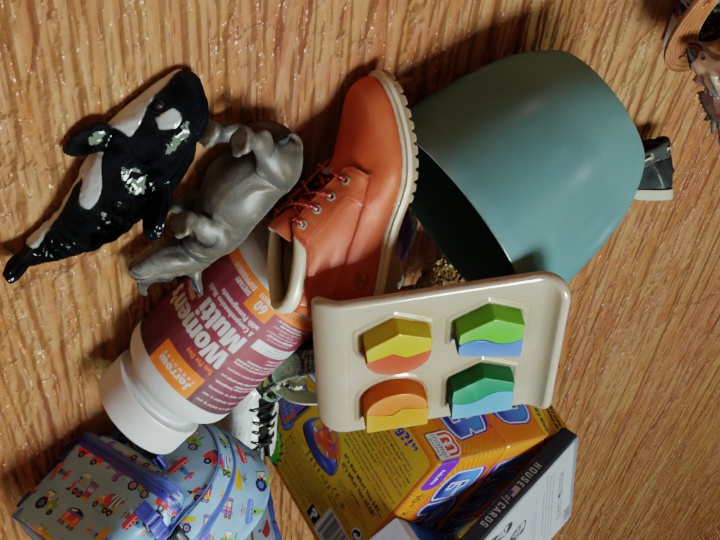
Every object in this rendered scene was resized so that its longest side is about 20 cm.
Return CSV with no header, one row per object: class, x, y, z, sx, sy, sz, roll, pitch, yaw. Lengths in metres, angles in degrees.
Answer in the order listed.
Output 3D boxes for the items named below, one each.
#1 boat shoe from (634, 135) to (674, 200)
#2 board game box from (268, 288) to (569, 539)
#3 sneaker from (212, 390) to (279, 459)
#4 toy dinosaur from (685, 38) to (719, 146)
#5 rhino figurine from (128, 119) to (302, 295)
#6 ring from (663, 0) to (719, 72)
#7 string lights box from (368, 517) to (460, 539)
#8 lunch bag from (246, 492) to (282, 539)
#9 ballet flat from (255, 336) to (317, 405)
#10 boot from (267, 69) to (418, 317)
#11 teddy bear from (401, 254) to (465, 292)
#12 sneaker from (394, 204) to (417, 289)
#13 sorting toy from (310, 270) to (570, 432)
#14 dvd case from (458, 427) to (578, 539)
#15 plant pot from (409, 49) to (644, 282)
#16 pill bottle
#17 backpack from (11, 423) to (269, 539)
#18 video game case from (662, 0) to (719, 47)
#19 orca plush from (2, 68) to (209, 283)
boat shoe,0.236,-0.106,1.467,0.198,0.071,0.069,-2,104,-38
board game box,0.046,0.159,1.514,0.198,0.201,0.200,-7,144,-43
sneaker,-0.102,0.140,1.446,0.073,0.080,0.201,-16,148,-32
toy dinosaur,0.370,-0.155,1.291,0.197,0.136,0.087,11,124,3
rhino figurine,-0.115,-0.043,1.142,0.087,0.060,0.200,3,137,-48
ring,0.339,-0.245,1.277,0.199,0.019,0.201,-31,162,-11
string lights box,0.046,0.308,1.468,0.103,0.059,0.200,-40,154,8
lunch bag,-0.199,0.301,1.520,0.197,0.126,0.170,-15,177,20
ballet flat,-0.023,0.080,1.272,0.074,0.075,0.199,-9,178,-42
boot,-0.018,-0.057,1.147,0.106,0.075,0.203,4,96,-29
teddy bear,0.096,0.008,1.428,0.201,0.066,0.145,-53,140,-16
sneaker,0.000,0.000,1.294,0.201,0.079,0.089,91,17,-59
sorting toy,0.062,0.074,1.180,0.197,0.037,0.186,-5,144,-3
dvd case,0.146,0.266,1.469,0.200,0.025,0.151,-43,149,-28
plant pot,0.136,-0.085,1.225,0.160,0.201,0.201,-38,155,-9
pill bottle,-0.123,0.057,1.244,0.200,0.110,0.109,-43,153,17
backpack,-0.191,0.210,1.356,0.200,0.182,0.135,-46,134,-16
video game case,0.377,-0.288,1.332,0.198,0.036,0.182,-26,152,-17
orca plush,-0.172,-0.049,1.049,0.199,0.071,0.105,-37,154,6
